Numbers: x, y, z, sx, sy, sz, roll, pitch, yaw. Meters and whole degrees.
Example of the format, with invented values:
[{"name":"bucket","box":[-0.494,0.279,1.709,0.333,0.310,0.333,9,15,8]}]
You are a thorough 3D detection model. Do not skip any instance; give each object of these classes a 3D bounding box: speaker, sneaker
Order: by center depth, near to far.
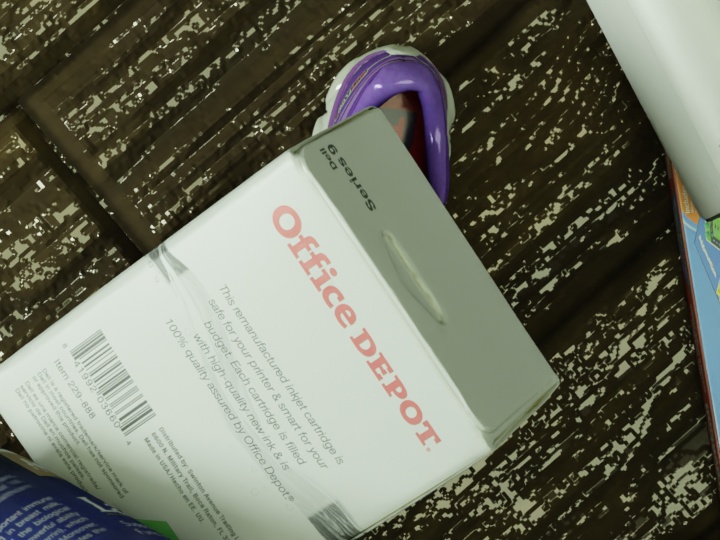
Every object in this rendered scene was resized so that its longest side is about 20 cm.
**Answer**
[{"name":"speaker","box":[0.138,-0.127,1.060,0.081,0.081,0.201,-27,88,-1]},{"name":"sneaker","box":[0.000,0.000,1.070,0.080,0.083,0.201,5,95,-4]}]

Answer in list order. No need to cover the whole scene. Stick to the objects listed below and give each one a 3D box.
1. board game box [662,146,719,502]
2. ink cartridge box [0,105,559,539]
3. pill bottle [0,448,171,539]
[{"name":"board game box","box":[0.204,0.026,1.117,0.102,0.019,0.201,-10,95,-4]},{"name":"ink cartridge box","box":[-0.038,0.047,1.020,0.200,0.084,0.146,-34,90,32]},{"name":"pill bottle","box":[-0.140,0.141,0.985,0.199,0.116,0.116,24,93,33]}]
